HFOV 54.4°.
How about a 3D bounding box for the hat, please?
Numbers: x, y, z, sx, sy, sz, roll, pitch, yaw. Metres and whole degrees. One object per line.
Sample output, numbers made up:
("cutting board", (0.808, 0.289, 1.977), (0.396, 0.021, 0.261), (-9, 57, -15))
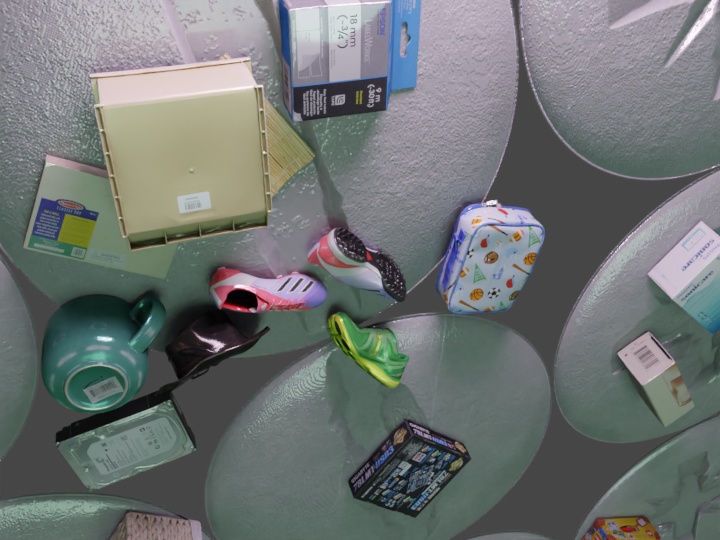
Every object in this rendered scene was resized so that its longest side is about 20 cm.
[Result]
("hat", (-0.242, 0.113, 1.089), (0.198, 0.201, 0.082), (-31, 86, -3))

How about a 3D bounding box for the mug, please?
("mug", (-0.380, 0.120, 1.022), (0.149, 0.115, 0.187), (15, 118, -30))

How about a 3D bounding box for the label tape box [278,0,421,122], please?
("label tape box", (-0.003, -0.285, 0.913), (0.195, 0.064, 0.147), (-11, 128, -14))

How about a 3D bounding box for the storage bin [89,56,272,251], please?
("storage bin", (-0.218, -0.145, 0.884), (0.195, 0.094, 0.202), (-11, 125, -17))

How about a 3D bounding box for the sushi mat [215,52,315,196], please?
("sushi mat", (-0.152, -0.191, 0.954), (0.095, 0.012, 0.200), (-38, 129, 9))

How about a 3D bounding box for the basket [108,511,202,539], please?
("basket", (-0.399, 0.595, 1.309), (0.159, 0.200, 0.201), (24, 114, -32))

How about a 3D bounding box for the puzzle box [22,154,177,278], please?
("puzzle box", (-0.343, -0.069, 0.957), (0.196, 0.026, 0.135), (14, 118, -30))

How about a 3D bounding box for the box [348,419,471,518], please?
("box", (0.106, 0.426, 1.488), (0.197, 0.050, 0.201), (28, 110, -36))

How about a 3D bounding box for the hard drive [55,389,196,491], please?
("hard drive", (-0.394, 0.290, 1.192), (0.196, 0.038, 0.142), (-19, 129, -8))

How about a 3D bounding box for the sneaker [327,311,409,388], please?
("sneaker", (0.014, 0.126, 1.229), (0.084, 0.074, 0.200), (-53, 127, -11))

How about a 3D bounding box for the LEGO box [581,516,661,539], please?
("LEGO box", (0.724, 0.778, 1.980), (0.196, 0.078, 0.151), (7, 122, -26))

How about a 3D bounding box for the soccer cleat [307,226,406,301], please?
("soccer cleat", (0.000, 0.000, 1.133), (0.072, 0.070, 0.199), (-26, 139, 30))

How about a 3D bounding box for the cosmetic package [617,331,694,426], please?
("cosmetic package", (0.653, 0.242, 1.544), (0.086, 0.104, 0.200), (-35, 131, 7))

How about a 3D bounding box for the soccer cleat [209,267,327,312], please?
("soccer cleat", (-0.139, 0.042, 1.088), (0.196, 0.077, 0.068), (9, 121, -27))

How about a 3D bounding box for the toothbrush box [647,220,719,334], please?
("toothbrush box", (0.697, 0.018, 1.408), (0.198, 0.086, 0.147), (27, 112, -36))

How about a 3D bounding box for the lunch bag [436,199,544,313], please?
("lunch bag", (0.215, -0.022, 1.190), (0.156, 0.076, 0.203), (1, 125, -20))
